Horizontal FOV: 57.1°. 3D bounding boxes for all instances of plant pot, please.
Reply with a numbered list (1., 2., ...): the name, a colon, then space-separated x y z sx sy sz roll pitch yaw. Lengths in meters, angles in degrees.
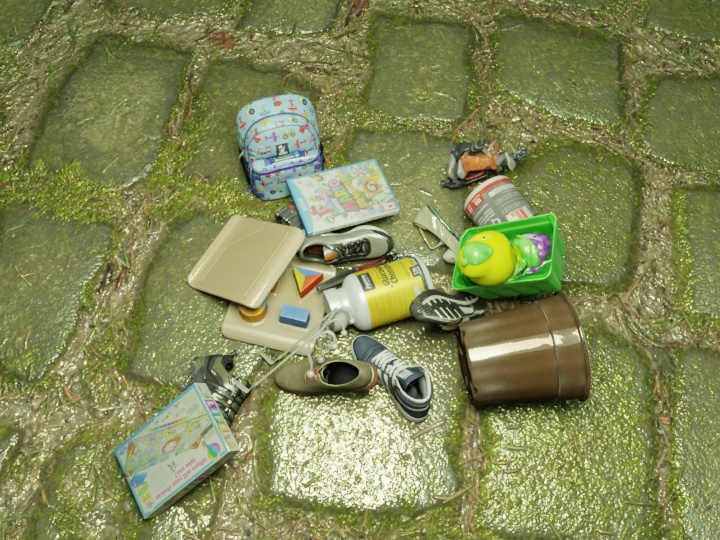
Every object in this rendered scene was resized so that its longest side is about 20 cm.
1. plant pot: 0.282 0.151 1.192 0.198 0.200 0.200 -9 63 1

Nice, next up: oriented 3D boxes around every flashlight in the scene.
1. flashlight: -0.089 -0.146 1.403 0.068 0.068 0.200 39 63 19

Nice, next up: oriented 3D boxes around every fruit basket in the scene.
1. fruit basket: 0.248 -0.029 1.191 0.215 0.216 0.156 12 65 4

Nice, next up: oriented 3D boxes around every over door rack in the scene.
1. over door rack: -0.106 0.147 1.168 0.200 0.148 0.067 -29 96 16

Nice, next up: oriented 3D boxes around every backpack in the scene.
1. backpack: -0.165 -0.263 1.379 0.182 0.200 0.135 -11 60 -9

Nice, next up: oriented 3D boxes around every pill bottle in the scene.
1. pill bottle: 0.310 -0.086 1.353 0.116 0.116 0.200 -25 65 -15
2. pill bottle: 0.033 0.050 1.272 0.200 0.112 0.112 -17 64 -11

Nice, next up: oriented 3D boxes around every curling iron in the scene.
1. curling iron: 0.000 0.000 1.324 0.200 0.050 0.026 -19 97 -22

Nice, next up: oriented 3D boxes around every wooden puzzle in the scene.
1. wooden puzzle: -0.225 -0.020 1.309 0.200 0.037 0.185 16 64 36
2. wooden puzzle: -0.158 0.053 1.300 0.185 0.046 0.200 13 62 4

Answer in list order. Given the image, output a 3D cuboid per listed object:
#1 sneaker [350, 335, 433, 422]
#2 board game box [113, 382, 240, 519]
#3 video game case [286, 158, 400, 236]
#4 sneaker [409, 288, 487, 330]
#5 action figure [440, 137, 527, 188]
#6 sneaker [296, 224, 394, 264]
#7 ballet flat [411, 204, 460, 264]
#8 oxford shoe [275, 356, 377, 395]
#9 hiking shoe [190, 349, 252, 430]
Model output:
1. sneaker: 0.059 0.179 1.206 0.070 0.109 0.200 -36 69 -19
2. board game box: -0.312 0.303 1.116 0.200 0.034 0.135 -39 67 12
3. video game case: -0.036 -0.153 1.360 0.200 0.018 0.143 -16 61 -14
4. sneaker: 0.156 0.083 1.233 0.200 0.080 0.074 3 46 -46
5. action figure: 0.261 -0.246 1.406 0.200 0.193 0.105 -23 107 -1
6. sneaker: -0.032 -0.043 1.329 0.200 0.074 0.079 -2 31 4
7. ballet flat: 0.182 -0.052 1.371 0.062 0.067 0.200 -43 65 8
8. oxford shoe: -0.073 0.183 1.191 0.200 0.075 0.071 -9 70 21
9. hiking shoe: -0.242 0.234 1.184 0.101 0.076 0.200 -15 63 -6
